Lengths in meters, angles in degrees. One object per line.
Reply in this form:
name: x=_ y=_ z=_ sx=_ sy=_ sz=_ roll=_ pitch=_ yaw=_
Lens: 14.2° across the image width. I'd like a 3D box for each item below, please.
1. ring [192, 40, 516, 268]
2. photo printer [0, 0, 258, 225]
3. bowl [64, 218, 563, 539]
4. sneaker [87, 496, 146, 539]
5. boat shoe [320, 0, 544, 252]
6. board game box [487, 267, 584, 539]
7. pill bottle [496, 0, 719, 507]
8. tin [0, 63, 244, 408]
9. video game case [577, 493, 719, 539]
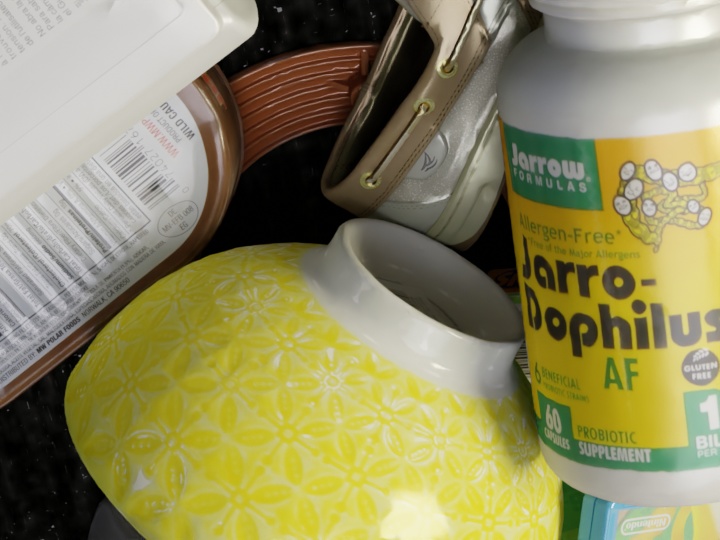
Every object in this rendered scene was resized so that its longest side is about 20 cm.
ring: x=0.000 y=0.000 z=1.165 sx=0.200 sy=0.019 sz=0.201 roll=-3 pitch=121 yaw=-4
photo printer: x=-0.162 y=-0.095 z=1.039 sx=0.200 sy=0.069 sz=0.167 roll=-36 pitch=97 yaw=16
bowl: x=0.002 y=0.046 z=1.073 sx=0.200 sy=0.200 sz=0.108 roll=24 pitch=111 yaw=-19
sneaker: x=-0.042 y=0.142 z=1.150 sx=0.112 sy=0.200 sz=0.073 roll=11 pitch=104 yaw=-16
boat shoe: x=0.038 y=-0.102 z=1.066 sx=0.066 sy=0.074 sz=0.201 roll=11 pitch=110 yaw=-16
board game box: x=0.119 y=0.083 z=1.152 sx=0.095 sy=0.030 sz=0.200 roll=-5 pitch=120 yaw=24
pill bottle: x=0.107 y=-0.029 z=1.009 sx=0.112 sy=0.113 sz=0.201 roll=-8 pitch=108 yaw=-1
tin: x=-0.136 y=-0.020 z=1.118 sx=0.200 sy=0.042 sz=0.112 roll=-38 pitch=102 yaw=17
video game case: x=0.131 y=0.176 z=1.119 sx=0.143 sy=0.018 sz=0.201 roll=-3 pitch=105 yaw=-38
